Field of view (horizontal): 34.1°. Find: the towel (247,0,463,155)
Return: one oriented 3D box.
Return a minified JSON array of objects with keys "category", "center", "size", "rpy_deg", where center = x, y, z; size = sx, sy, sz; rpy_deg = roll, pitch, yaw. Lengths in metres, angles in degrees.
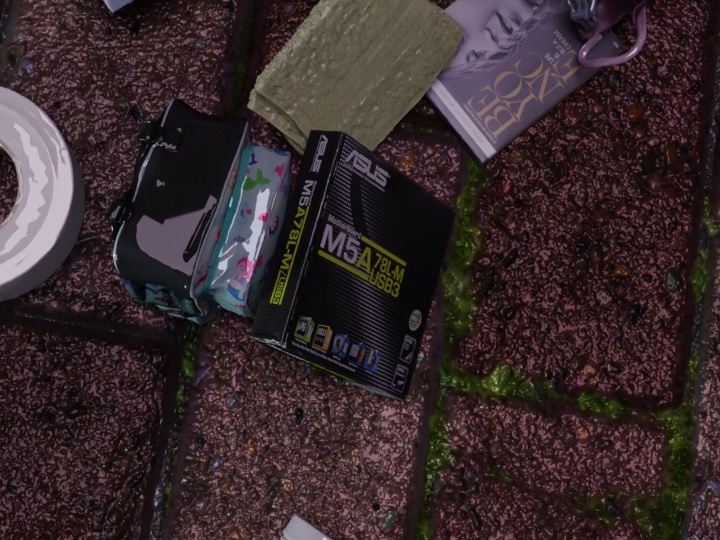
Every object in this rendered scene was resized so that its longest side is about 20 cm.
[{"category":"towel","center":[-0.004,-0.199,1.139],"size":[0.148,0.036,0.201],"rpy_deg":[39,92,-28]}]

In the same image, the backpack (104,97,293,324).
[{"category":"backpack","center":[-0.140,-0.040,1.060],"size":[0.149,0.200,0.180],"rpy_deg":[18,75,-4]}]

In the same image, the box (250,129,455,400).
[{"category":"box","center":[0.000,0.000,1.073],"size":[0.047,0.199,0.196],"rpy_deg":[10,77,39]}]

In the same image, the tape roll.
[{"category":"tape roll","center":[-0.366,-0.073,1.116],"size":[0.199,0.071,0.206],"rpy_deg":[1,80,-3]}]

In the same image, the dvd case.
[{"category":"dvd case","center":[0.152,-0.225,1.203],"size":[0.199,0.016,0.149],"rpy_deg":[-38,85,-9]}]

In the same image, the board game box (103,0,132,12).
[{"category":"board game box","center":[-0.211,-0.379,1.163],"size":[0.199,0.041,0.200],"rpy_deg":[-32,63,-8]}]

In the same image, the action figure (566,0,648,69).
[{"category":"action figure","center":[0.295,-0.310,1.180],"size":[0.200,0.133,0.151],"rpy_deg":[-42,125,-43]}]

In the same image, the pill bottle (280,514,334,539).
[{"category":"pill bottle","center":[-0.080,0.325,1.043],"size":[0.108,0.109,0.201],"rpy_deg":[33,80,3]}]
